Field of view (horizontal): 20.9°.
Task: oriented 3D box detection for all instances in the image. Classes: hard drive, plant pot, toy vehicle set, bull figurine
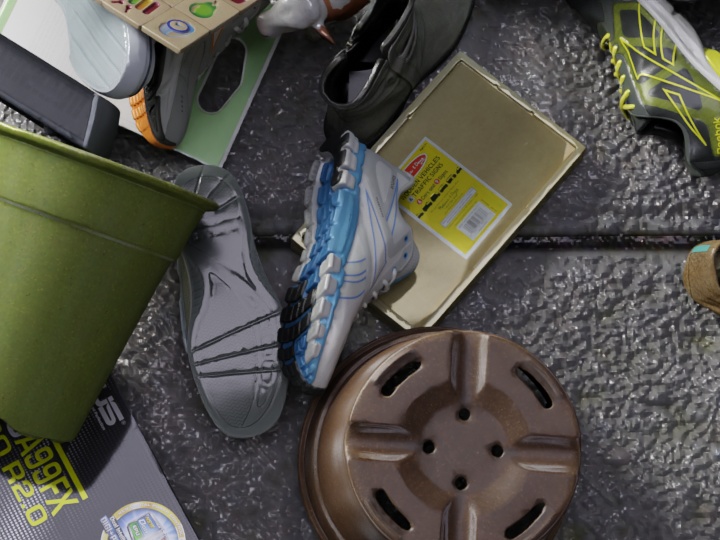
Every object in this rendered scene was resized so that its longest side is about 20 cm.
[{"bbox_3d":[-0.226,-0.124,1.345,0.135,0.200,0.042,32,88,-4],"label":"hard drive"},{"bbox_3d":[0.059,0.124,1.309,0.200,0.198,0.200,0,81,-3],"label":"plant pot"},{"bbox_3d":[0.059,-0.055,1.464,0.124,0.027,0.200,40,77,10],"label":"toy vehicle set"},{"bbox_3d":[-0.221,0.010,1.324,0.200,0.200,0.190,19,87,5],"label":"plant pot"},{"bbox_3d":[-0.010,-0.236,1.463,0.065,0.121,0.200,41,74,-11],"label":"bull figurine"}]

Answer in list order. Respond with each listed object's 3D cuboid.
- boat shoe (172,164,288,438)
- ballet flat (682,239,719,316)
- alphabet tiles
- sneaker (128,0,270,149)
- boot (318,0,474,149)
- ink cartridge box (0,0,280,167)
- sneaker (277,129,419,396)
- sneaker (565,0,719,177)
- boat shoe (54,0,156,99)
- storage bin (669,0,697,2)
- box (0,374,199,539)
[{"bbox_3d":[-0.098,0.025,1.425,0.074,0.065,0.202,-14,78,-7],"label":"boat shoe"},{"bbox_3d":[0.327,0.037,1.417,0.200,0.072,0.068,35,75,9],"label":"ballet flat"},{"bbox_3d":[-0.153,-0.234,1.364,0.200,0.008,0.167,33,45,17],"label":"alphabet tiles"},{"bbox_3d":[-0.112,-0.185,1.446,0.092,0.076,0.200,12,82,-25],"label":"sneaker"},{"bbox_3d":[0.034,-0.184,1.448,0.068,0.131,0.200,27,75,7],"label":"boot"},{"bbox_3d":[-0.174,-0.174,1.488,0.200,0.048,0.146,25,75,-9],"label":"ink cartridge box"},{"bbox_3d":[0.000,0.000,1.391,0.087,0.075,0.200,23,65,-22],"label":"sneaker"},{"bbox_3d":[0.219,-0.152,1.471,0.200,0.074,0.085,43,87,17],"label":"sneaker"},{"bbox_3d":[-0.170,-0.185,1.382,0.067,0.074,0.200,16,31,-35],"label":"boat shoe"},{"bbox_3d":[0.281,-0.251,1.446,0.134,0.200,0.146,-22,97,4],"label":"storage bin"},{"bbox_3d":[-0.218,0.167,1.385,0.160,0.044,0.200,-28,76,-8],"label":"box"}]
